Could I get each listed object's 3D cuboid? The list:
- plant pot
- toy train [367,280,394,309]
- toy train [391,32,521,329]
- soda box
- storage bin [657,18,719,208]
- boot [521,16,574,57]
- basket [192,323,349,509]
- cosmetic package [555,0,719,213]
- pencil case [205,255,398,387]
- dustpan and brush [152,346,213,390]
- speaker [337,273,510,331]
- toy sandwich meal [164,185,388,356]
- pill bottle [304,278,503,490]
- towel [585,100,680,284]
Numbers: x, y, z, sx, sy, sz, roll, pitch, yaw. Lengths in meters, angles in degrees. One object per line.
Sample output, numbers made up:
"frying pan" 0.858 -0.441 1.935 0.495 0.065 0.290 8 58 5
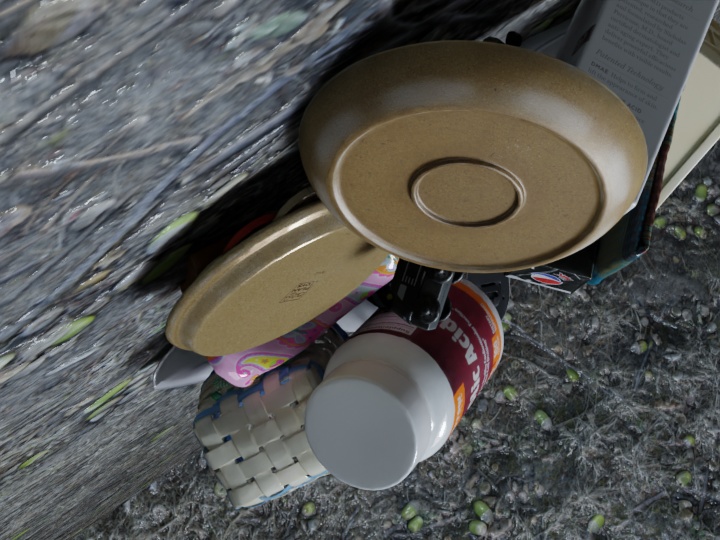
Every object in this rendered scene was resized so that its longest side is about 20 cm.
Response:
"plant pot" 0.061 -0.051 0.668 0.200 0.198 0.028 -42 -147 52
"toy train" 0.000 0.000 1.046 0.046 0.034 0.200 -37 -161 -7
"toy train" 0.063 -0.061 0.786 0.034 0.045 0.203 2 107 -67
"soda box" 0.183 -0.088 1.051 0.063 0.070 0.203 114 -10 -75
"storage bin" 0.287 -0.154 1.182 0.201 0.093 0.199 -53 -177 26
"boot" 0.208 -0.163 0.909 0.199 0.096 0.074 -34 143 -17
"basket" -0.055 0.120 1.081 0.175 0.140 0.200 -27 -178 12
"cosmetic package" 0.162 -0.124 0.766 0.202 0.073 0.102 -66 -175 -20
"pencil case" -0.045 0.009 0.958 0.199 0.088 0.087 -39 174 15
"dustpan and brush" -0.099 0.041 1.115 0.199 0.058 0.139 -32 165 34
"speaker" 0.041 0.018 1.129 0.198 0.082 0.081 -3 -164 37
"toy sandwich meal" -0.059 -0.012 0.817 0.203 0.071 0.205 -29 164 -9
"pill bottle" 0.038 0.087 0.975 0.114 0.115 0.200 -39 -178 32
"towel" 0.224 -0.068 0.990 0.200 0.021 0.149 97 7 -84
